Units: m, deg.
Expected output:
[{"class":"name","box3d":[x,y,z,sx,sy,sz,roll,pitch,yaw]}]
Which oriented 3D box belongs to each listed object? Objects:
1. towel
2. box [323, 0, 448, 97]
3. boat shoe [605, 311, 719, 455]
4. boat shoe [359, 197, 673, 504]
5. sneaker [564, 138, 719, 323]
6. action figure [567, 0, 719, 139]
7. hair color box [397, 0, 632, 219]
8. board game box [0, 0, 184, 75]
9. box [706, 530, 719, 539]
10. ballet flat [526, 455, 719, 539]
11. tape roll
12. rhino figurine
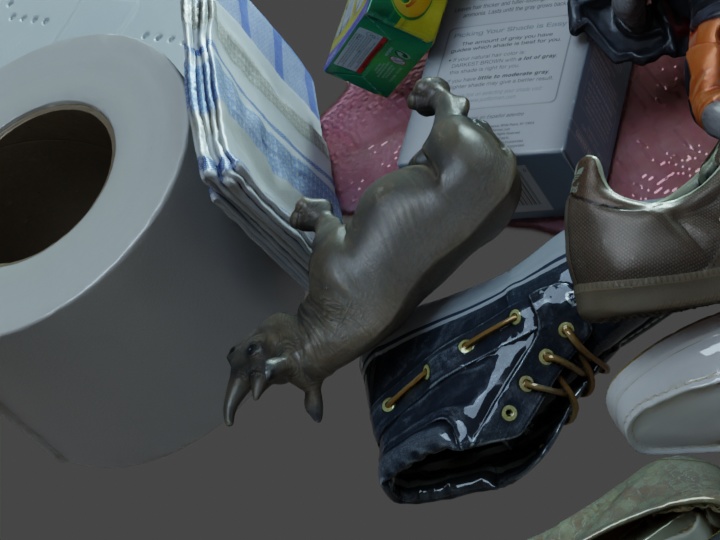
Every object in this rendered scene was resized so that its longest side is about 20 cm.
[{"class":"towel","box3d":[-0.050,-0.079,0.979,0.024,0.147,0.201,-28,45,17]},{"class":"box","box3d":[0.040,-0.211,1.025,0.117,0.048,0.201,141,151,-73]},{"class":"boat shoe","box3d":[0.204,0.054,0.775,0.199,0.071,0.070,-16,49,19]},{"class":"boat shoe","box3d":[0.092,0.044,0.858,0.199,0.071,0.091,-26,47,22]},{"class":"sneaker","box3d":[0.188,-0.028,0.783,0.199,0.070,0.076,-9,86,-7]},{"class":"action figure","box3d":[0.212,-0.142,0.880,0.199,0.105,0.194,-21,63,-6]},{"class":"hair color box","box3d":[0.096,-0.126,0.986,0.098,0.061,0.201,-3,56,30]},{"class":"board game box","box3d":[-0.172,-0.155,1.197,0.199,0.026,0.201,-27,47,10]},{"class":"box","box3d":[0.196,0.161,0.688,0.199,0.049,0.160,-35,60,3]},{"class":"ballet flat","box3d":[0.082,0.149,0.774,0.200,0.068,0.062,-38,14,1]},{"class":"tape roll","box3d":[-0.147,-0.010,0.992,0.202,0.139,0.204,-16,50,21]},{"class":"rhino figurine","box3d":[0.000,0.000,0.877,0.200,0.060,0.087,-47,41,-2]}]
